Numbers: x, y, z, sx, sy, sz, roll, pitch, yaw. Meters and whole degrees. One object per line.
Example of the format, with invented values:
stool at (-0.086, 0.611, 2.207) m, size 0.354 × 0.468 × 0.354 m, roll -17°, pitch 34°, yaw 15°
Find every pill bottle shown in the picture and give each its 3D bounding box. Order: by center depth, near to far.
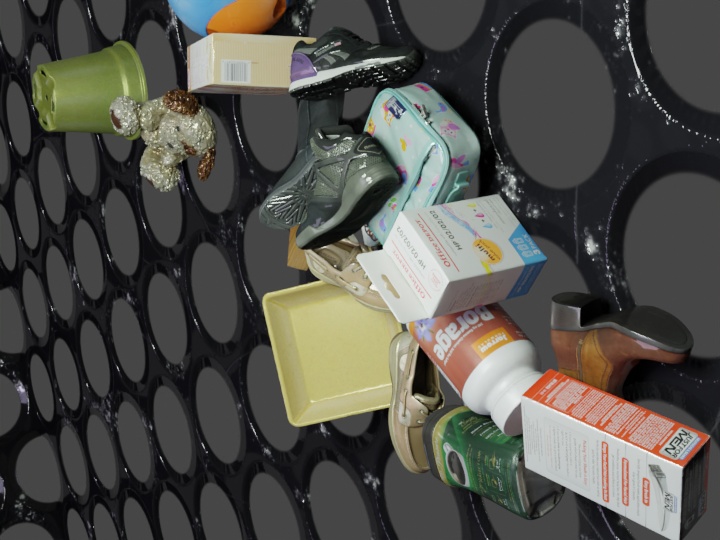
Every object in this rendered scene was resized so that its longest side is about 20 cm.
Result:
pill bottle at (0.152, 0.103, 1.359) m, size 0.200 × 0.111 × 0.113 m, roll 51°, pitch 138°, yaw 34°

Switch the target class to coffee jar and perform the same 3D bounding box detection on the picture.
coffee jar at (0.165, 0.239, 1.405) m, size 0.199 × 0.085 × 0.105 m, roll 12°, pitch 120°, yaw 54°

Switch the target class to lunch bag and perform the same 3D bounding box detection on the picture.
lunch bag at (0.064, -0.124, 1.380) m, size 0.161 × 0.076 × 0.201 m, roll 55°, pitch 141°, yaw 32°

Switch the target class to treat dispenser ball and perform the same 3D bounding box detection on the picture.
treat dispenser ball at (-0.195, -0.442, 1.628) m, size 0.200 × 0.199 × 0.203 m, roll 23°, pitch 119°, yaw 51°

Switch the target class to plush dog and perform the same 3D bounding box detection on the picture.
plush dog at (-0.326, -0.253, 1.975) m, size 0.171 × 0.161 × 0.201 m, roll 11°, pitch 138°, yaw 40°

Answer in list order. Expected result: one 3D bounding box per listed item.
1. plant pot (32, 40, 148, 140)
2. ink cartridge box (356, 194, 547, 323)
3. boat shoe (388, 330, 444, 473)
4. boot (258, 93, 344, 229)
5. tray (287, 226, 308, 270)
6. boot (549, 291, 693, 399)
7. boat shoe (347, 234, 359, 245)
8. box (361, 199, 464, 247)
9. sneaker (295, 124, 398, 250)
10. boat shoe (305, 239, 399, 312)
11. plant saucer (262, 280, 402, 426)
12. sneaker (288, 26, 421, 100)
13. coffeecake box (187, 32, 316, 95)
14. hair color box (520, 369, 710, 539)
plant pot at (-0.551, -0.354, 2.206) m, size 0.200 × 0.183 × 0.203 m, roll 22°, pitch 118°, yaw 51°
ink cartridge box at (0.109, -0.016, 1.306) m, size 0.116 × 0.198 × 0.068 m, roll 56°, pitch 140°, yaw 29°
boat shoe at (0.081, 0.186, 1.528) m, size 0.064 × 0.071 × 0.202 m, roll -1°, pitch 98°, yaw 57°
boot at (-0.082, -0.173, 1.567) m, size 0.164 × 0.065 × 0.201 m, roll -37°, pitch 38°, yaw 28°
tray at (-0.065, -0.103, 1.649) m, size 0.201 × 0.037 × 0.099 m, roll 119°, pitch 160°, yaw -44°
boot at (0.285, 0.139, 1.216) m, size 0.187 × 0.068 × 0.202 m, roll 11°, pitch 115°, yaw 43°
boat shoe at (-0.043, 0.040, 1.676) m, size 0.072 × 0.062 × 0.202 m, roll 31°, pitch 125°, yaw 48°
box at (0.061, -0.112, 1.495) m, size 0.199 × 0.037 × 0.138 m, roll -12°, pitch 90°, yaw 57°
sneaker at (-0.033, -0.109, 1.397) m, size 0.200 × 0.076 × 0.115 m, roll -48°, pitch 60°, yaw 48°
boat shoe at (0.000, 0.000, 1.530) m, size 0.199 × 0.072 × 0.065 m, roll 20°, pitch 156°, yaw 29°
plant saucer at (-0.027, 0.111, 1.614) m, size 0.198 × 0.048 × 0.202 m, roll -14°, pitch 88°, yaw 14°
sneaker at (-0.014, -0.293, 1.478) m, size 0.198 × 0.076 × 0.089 m, roll -6°, pitch 80°, yaw 29°
coffeecake box at (-0.164, -0.302, 1.622) m, size 0.200 × 0.152 × 0.074 m, roll -162°, pitch 72°, yaw -70°
hair color box at (0.274, 0.198, 1.194) m, size 0.199 × 0.064 × 0.112 m, roll 23°, pitch 135°, yaw 39°
